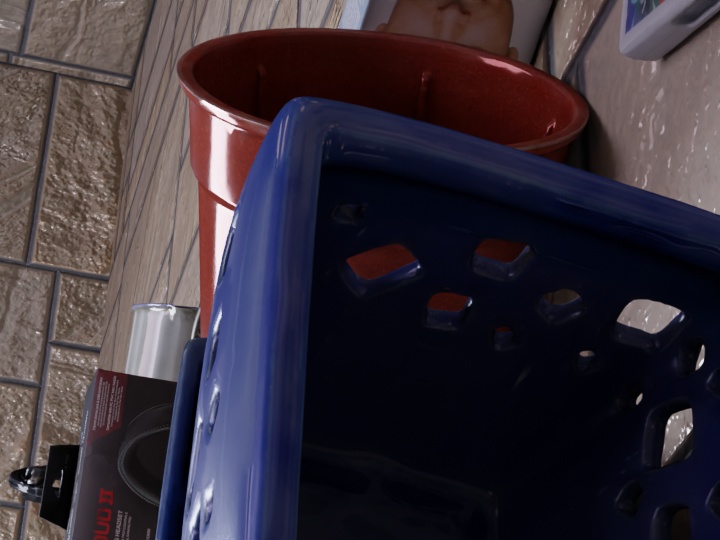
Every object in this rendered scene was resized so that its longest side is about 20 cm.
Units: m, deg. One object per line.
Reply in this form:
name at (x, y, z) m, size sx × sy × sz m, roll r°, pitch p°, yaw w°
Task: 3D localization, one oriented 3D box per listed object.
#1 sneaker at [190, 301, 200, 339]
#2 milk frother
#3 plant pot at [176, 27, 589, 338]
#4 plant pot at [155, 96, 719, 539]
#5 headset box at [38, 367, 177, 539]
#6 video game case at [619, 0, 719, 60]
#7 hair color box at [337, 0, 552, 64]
sneaker at (-0.095, 0.007, 1.677) m, size 0.106 × 0.075 × 0.201 m, roll -149°, pitch 79°, yaw -82°
milk frother at (-0.213, 0.131, 1.795) m, size 0.181 × 0.199 × 0.189 m, roll 133°, pitch 146°, yaw -75°
plant pot at (0.000, 0.000, 0.968) m, size 0.201 × 0.200 × 0.196 m, roll -109°, pitch 24°, yaw -67°
plant pot at (0.029, 0.088, 0.655) m, size 0.180 × 0.199 × 0.201 m, roll 129°, pitch 151°, yaw -53°
headset box at (-0.113, 0.157, 1.300) m, size 0.077 × 0.199 × 0.149 m, roll 125°, pitch 154°, yaw -64°
video game case at (0.155, -0.206, 0.789) m, size 0.182 × 0.023 × 0.201 m, roll 141°, pitch 137°, yaw -72°
hair color box at (0.053, -0.165, 1.040) m, size 0.061 × 0.099 × 0.201 m, roll -97°, pitch 21°, yaw -53°
